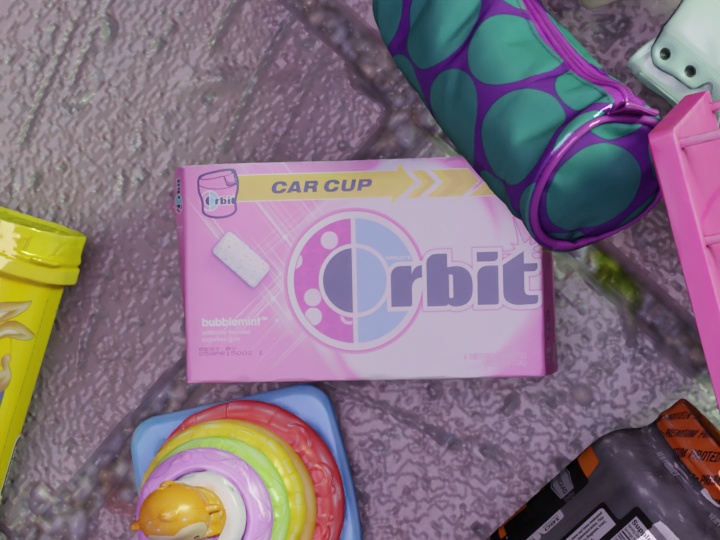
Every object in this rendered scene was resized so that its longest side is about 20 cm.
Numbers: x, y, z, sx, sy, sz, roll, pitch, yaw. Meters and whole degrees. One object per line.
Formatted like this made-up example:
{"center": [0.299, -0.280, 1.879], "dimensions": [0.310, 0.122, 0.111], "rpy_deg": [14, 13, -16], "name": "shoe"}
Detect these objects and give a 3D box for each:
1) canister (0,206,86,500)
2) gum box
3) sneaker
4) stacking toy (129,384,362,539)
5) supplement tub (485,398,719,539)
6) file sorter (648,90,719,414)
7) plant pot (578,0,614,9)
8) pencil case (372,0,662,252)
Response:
{"center": [-0.245, 0.056, 1.572], "dimensions": [0.148, 0.087, 0.200], "rpy_deg": [18, 93, 10], "name": "canister"}
{"center": [0.000, 0.000, 1.539], "dimensions": [0.199, 0.066, 0.114], "rpy_deg": [-2, 90, 9], "name": "gum box"}
{"center": [0.185, -0.060, 1.510], "dimensions": [0.118, 0.074, 0.201], "rpy_deg": [19, 93, 15], "name": "sneaker"}
{"center": [-0.073, 0.120, 1.482], "dimensions": [0.116, 0.200, 0.110], "rpy_deg": [-13, 87, 8], "name": "stacking toy"}
{"center": [0.121, 0.165, 1.488], "dimensions": [0.200, 0.123, 0.123], "rpy_deg": [-42, 83, 6], "name": "supplement tub"}
{"center": [0.227, 0.008, 1.387], "dimensions": [0.125, 0.139, 0.200], "rpy_deg": [-14, 97, 15], "name": "file sorter"}
{"center": [0.116, -0.241, 1.479], "dimensions": [0.187, 0.187, 0.200], "rpy_deg": [-25, 94, 8], "name": "plant pot"}
{"center": [0.078, -0.098, 1.469], "dimensions": [0.093, 0.085, 0.200], "rpy_deg": [-63, 39, 27], "name": "pencil case"}
